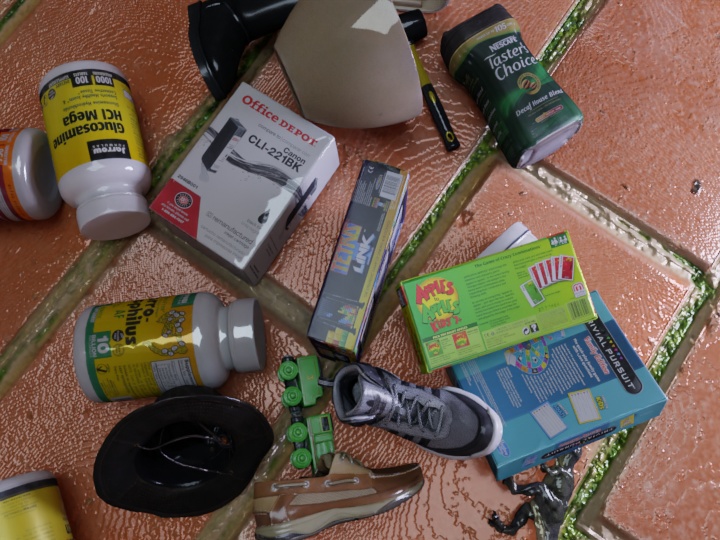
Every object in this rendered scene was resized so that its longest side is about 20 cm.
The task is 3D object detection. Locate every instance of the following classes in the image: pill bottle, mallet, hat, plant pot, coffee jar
[{"bbox_3d":[-0.486,-0.115,0.859,0.197,0.113,0.115,-3,75,0],"label":"pill bottle"},{"bbox_3d":[0.094,-0.256,0.921,0.065,0.041,0.202,-29,81,-2],"label":"mallet"},{"bbox_3d":[-0.214,0.085,0.800,0.197,0.113,0.114,-7,75,1],"label":"pill bottle"},{"bbox_3d":[-0.198,0.183,0.769,0.198,0.202,0.081,-22,42,-4],"label":"hat"},{"bbox_3d":[-0.027,-0.254,0.840,0.133,0.200,0.202,-25,76,-1],"label":"plant pot"},{"bbox_3d":[-0.359,0.329,0.742,0.111,0.112,0.202,-22,76,-4],"label":"pill bottle"},{"bbox_3d":[-0.325,-0.146,0.863,0.111,0.113,0.202,-18,76,-3],"label":"pill bottle"},{"bbox_3d":[0.188,-0.238,0.886,0.104,0.085,0.201,-30,76,-6],"label":"coffee jar"}]

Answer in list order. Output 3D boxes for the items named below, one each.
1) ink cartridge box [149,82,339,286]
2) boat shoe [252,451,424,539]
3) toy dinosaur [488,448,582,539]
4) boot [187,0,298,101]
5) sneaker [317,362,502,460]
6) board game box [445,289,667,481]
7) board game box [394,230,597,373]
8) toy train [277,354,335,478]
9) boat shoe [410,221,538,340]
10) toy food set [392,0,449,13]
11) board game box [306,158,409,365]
[{"bbox_3d":[-0.138,-0.108,0.862,0.143,0.084,0.201,32,77,9],"label":"ink cartridge box"},{"bbox_3d":[-0.023,0.233,0.748,0.198,0.076,0.075,-8,76,-29],"label":"boat shoe"},{"bbox_3d":[0.196,0.265,0.779,0.087,0.047,0.203,14,79,-2],"label":"toy dinosaur"},{"bbox_3d":[-0.136,-0.316,0.894,0.161,0.074,0.200,-20,50,4],"label":"boot"},{"bbox_3d":[0.045,0.150,0.740,0.198,0.113,0.076,13,84,36],"label":"sneaker"},{"bbox_3d":[0.213,0.127,0.786,0.198,0.047,0.152,-20,55,-4],"label":"board game box"},{"bbox_3d":[0.148,0.036,0.769,0.198,0.048,0.103,-17,82,-7],"label":"board game box"},{"bbox_3d":[-0.057,0.196,0.806,0.056,0.042,0.203,-8,76,-14],"label":"toy train"},{"bbox_3d":[0.146,0.029,0.830,0.200,0.072,0.066,-42,73,-17],"label":"boat shoe"},{"bbox_3d":[0.035,-0.441,0.956,0.197,0.060,0.145,7,75,4],"label":"toy food set"},{"bbox_3d":[0.000,0.000,0.788,0.056,0.165,0.202,17,76,4],"label":"board game box"}]
